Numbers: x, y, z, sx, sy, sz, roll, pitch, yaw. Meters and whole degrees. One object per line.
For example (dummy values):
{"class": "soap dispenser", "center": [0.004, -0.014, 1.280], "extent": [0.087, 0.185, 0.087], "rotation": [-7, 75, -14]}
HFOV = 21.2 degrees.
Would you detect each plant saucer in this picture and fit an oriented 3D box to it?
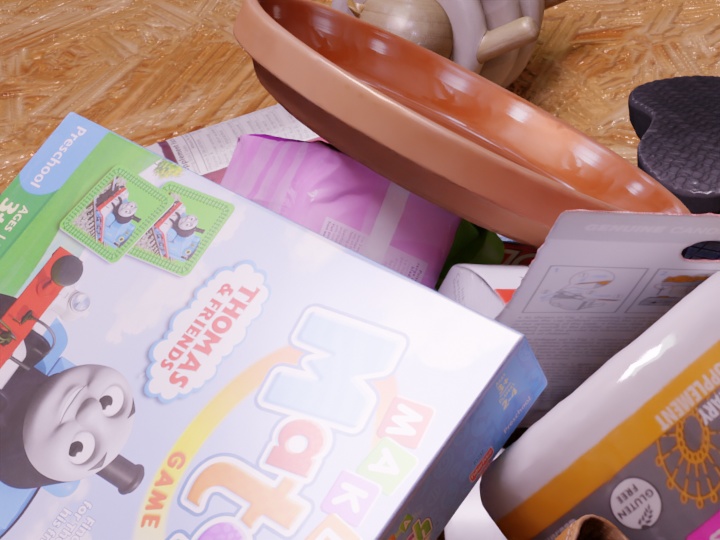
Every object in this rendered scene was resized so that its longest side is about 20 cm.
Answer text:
{"class": "plant saucer", "center": [0.039, -0.054, 0.770], "extent": [0.200, 0.032, 0.200], "rotation": [26, 14, -7]}

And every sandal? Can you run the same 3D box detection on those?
{"class": "sandal", "center": [0.163, -0.051, 0.897], "extent": [0.075, 0.045, 0.200], "rotation": [-4, 16, 4]}

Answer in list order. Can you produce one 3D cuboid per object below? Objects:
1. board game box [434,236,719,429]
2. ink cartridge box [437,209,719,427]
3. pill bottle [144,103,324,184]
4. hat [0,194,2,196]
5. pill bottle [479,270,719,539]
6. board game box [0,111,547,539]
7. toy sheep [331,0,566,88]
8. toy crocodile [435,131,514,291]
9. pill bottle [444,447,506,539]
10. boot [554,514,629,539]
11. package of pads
{"class": "board game box", "center": [0.111, 0.026, 0.881], "extent": [0.199, 0.062, 0.200], "rotation": [12, 38, 36]}
{"class": "ink cartridge box", "center": [0.117, 0.006, 0.696], "extent": [0.159, 0.200, 0.047], "rotation": [1, 66, -11]}
{"class": "pill bottle", "center": [-0.057, -0.023, 0.979], "extent": [0.199, 0.110, 0.110], "rotation": [-19, 31, -9]}
{"class": "hat", "center": [-0.135, 0.020, 0.725], "extent": [0.200, 0.081, 0.201], "rotation": [-23, 47, 27]}
{"class": "pill bottle", "center": [0.139, 0.107, 0.596], "extent": [0.116, 0.116, 0.200], "rotation": [-36, 82, -33]}
{"class": "board game box", "center": [-0.064, 0.046, 0.609], "extent": [0.200, 0.037, 0.151], "rotation": [26, 70, 31]}
{"class": "toy sheep", "center": [0.051, -0.159, 1.146], "extent": [0.137, 0.139, 0.200], "rotation": [1, 19, 23]}
{"class": "toy crocodile", "center": [0.000, 0.000, 0.885], "extent": [0.200, 0.068, 0.062], "rotation": [-40, 26, 5]}
{"class": "pill bottle", "center": [0.134, 0.096, 0.711], "extent": [0.199, 0.110, 0.109], "rotation": [-7, 31, 9]}
{"class": "boot", "center": [0.026, 0.127, 0.574], "extent": [0.076, 0.156, 0.200], "rotation": [13, 32, -21]}
{"class": "package of pads", "center": [-0.042, 0.048, 0.769], "extent": [0.075, 0.201, 0.120], "rotation": [23, -3, -22]}
